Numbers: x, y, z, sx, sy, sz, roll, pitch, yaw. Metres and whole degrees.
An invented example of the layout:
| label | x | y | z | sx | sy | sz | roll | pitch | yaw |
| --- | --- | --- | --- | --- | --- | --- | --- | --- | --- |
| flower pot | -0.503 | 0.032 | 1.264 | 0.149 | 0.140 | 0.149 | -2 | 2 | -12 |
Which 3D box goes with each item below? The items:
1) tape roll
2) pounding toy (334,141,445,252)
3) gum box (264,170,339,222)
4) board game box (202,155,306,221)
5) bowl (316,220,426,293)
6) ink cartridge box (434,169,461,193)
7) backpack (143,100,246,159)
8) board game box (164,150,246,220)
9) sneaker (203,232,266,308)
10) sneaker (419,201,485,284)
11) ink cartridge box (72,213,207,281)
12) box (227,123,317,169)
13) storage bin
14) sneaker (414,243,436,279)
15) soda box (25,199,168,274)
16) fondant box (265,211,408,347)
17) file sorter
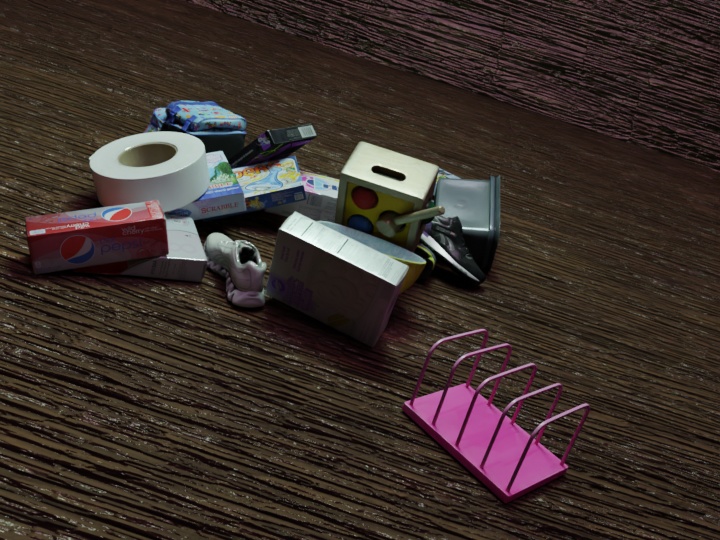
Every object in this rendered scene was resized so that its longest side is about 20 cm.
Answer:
| label | x | y | z | sx | sy | sz | roll | pitch | yaw |
| --- | --- | --- | --- | --- | --- | --- | --- | --- | --- |
| tape roll | -0.371 | -0.175 | 1.391 | 0.202 | 0.071 | 0.203 | -2 | 34 | 1 |
| pounding toy | 0.059 | -0.115 | 1.414 | 0.200 | 0.184 | 0.142 | 19 | 48 | 9 |
| gum box | -0.096 | -0.154 | 1.650 | 0.199 | 0.066 | 0.114 | 12 | 26 | -11 |
| board game box | -0.213 | -0.161 | 1.527 | 0.199 | 0.035 | 0.135 | -13 | 34 | -5 |
| bowl | 0.000 | 0.000 | 1.329 | 0.200 | 0.108 | 0.200 | 20 | 9 | -3 |
| ink cartridge box | 0.221 | -0.212 | 1.996 | 0.200 | 0.042 | 0.119 | 33 | 29 | 27 |
| backpack | -0.367 | -0.299 | 1.700 | 0.200 | 0.135 | 0.182 | 33 | 28 | 35 |
| board game box | -0.331 | -0.152 | 1.457 | 0.199 | 0.041 | 0.200 | -12 | 34 | -16 |
| sneaker | -0.202 | -0.019 | 1.293 | 0.075 | 0.081 | 0.200 | -2 | 30 | -32 |
| sneaker | 0.182 | -0.059 | 1.549 | 0.200 | 0.088 | 0.076 | 41 | 0 | 2 |
| ink cartridge box | -0.362 | -0.046 | 1.281 | 0.200 | 0.057 | 0.163 | 10 | 26 | -27 |
| box | -0.203 | -0.238 | 1.631 | 0.143 | 0.200 | 0.036 | -24 | 89 | -52 |
| storage bin | 0.219 | -0.105 | 1.673 | 0.134 | 0.146 | 0.200 | 8 | 49 | 3 |
| sneaker | 0.061 | -0.044 | 1.545 | 0.200 | 0.074 | 0.081 | 30 | 15 | 17 |
| soda box | -0.397 | -0.052 | 1.194 | 0.199 | 0.070 | 0.063 | -10 | 34 | -20 |
| fondant box | -0.041 | 0.016 | 1.225 | 0.200 | 0.144 | 0.058 | 27 | 43 | 9 |
| file sorter | 0.186 | 0.185 | 1.069 | 0.139 | 0.126 | 0.200 | -8 | 35 | -43 |
